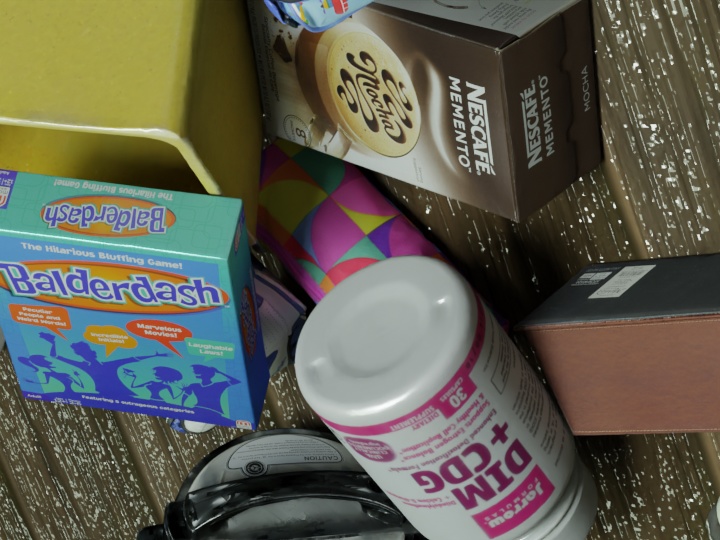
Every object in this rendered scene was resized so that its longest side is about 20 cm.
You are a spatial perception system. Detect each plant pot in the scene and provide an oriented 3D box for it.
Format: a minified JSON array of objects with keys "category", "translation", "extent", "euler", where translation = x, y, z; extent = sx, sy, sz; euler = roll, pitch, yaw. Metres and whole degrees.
[{"category":"plant pot","translation":[-0.155,-0.145,1.520],"extent":[0.195,0.200,0.194],"euler":[7,164,12]}]

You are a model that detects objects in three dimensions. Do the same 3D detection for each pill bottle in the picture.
[{"category":"pill bottle","translation":[0.056,0.092,1.525],"extent":[0.113,0.113,0.200],"euler":[15,154,42]}]

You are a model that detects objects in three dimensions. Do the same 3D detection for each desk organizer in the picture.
[{"category":"desk organizer","translation":[0.189,0.041,1.459],"extent":[0.200,0.072,0.077],"euler":[-5,116,51]}]

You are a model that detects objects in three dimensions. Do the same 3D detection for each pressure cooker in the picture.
[{"category":"pressure cooker","translation":[-0.045,0.206,1.773],"extent":[0.179,0.176,0.200],"euler":[32,142,23]}]

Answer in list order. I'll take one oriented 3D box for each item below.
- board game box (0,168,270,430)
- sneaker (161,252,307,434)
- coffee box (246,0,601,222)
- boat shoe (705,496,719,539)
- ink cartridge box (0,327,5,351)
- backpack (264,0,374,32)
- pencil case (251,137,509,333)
[{"category":"board game box","translation":[-0.138,0.020,1.549],"extent":[0.152,0.045,0.200],"euler":[7,148,8]},{"category":"sneaker","translation":[-0.094,0.047,1.680],"extent":[0.081,0.115,0.199],"euler":[43,175,21]},{"category":"coffee box","translation":[0.034,-0.117,1.501],"extent":[0.200,0.080,0.113],"euler":[21,132,39]},{"category":"boat shoe","translation":[0.263,0.211,1.507],"extent":[0.201,0.072,0.061],"euler":[50,140,3]},{"category":"ink cartridge box","translation":[-0.352,-0.011,1.979],"extent":[0.147,0.145,0.200],"euler":[44,142,17]},{"category":"backpack","translation":[-0.034,-0.248,1.399],"extent":[0.200,0.183,0.135],"euler":[44,163,38]},{"category":"pencil case","translation":[0.000,0.000,1.633],"extent":[0.200,0.088,0.088],"euler":[43,143,15]}]
